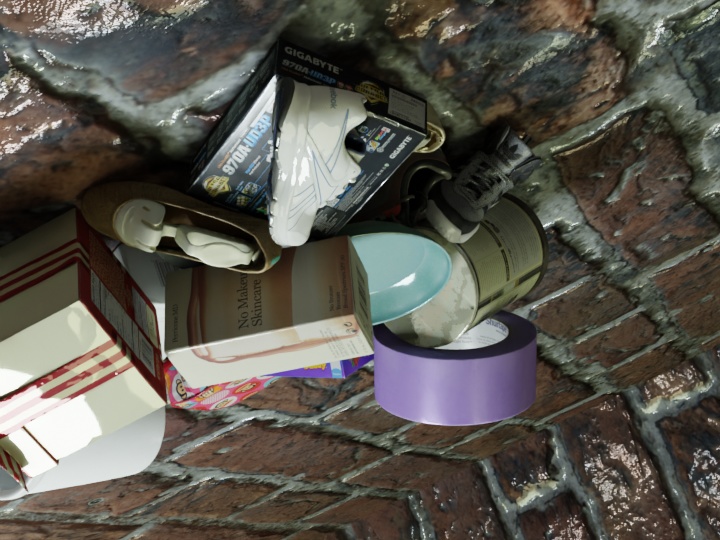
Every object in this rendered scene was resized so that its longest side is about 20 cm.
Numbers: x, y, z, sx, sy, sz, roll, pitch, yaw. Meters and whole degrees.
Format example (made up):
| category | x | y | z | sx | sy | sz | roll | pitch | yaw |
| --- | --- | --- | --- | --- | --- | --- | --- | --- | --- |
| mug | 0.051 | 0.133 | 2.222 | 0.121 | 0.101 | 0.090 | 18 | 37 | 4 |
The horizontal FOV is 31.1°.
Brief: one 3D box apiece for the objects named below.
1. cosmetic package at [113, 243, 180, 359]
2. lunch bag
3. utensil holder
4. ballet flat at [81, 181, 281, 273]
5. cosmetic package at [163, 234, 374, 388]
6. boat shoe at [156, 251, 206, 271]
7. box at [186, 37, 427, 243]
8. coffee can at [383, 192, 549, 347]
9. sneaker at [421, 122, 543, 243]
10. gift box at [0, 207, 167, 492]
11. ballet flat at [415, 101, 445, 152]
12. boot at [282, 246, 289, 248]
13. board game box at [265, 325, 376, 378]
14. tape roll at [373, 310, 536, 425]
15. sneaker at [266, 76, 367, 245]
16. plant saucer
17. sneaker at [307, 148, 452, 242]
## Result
| category | x | y | z | sx | sy | sz | roll | pitch | yaw |
| --- | --- | --- | --- | --- | --- | --- | --- | --- | --- |
| cosmetic package | -0.257 | 0.050 | 1.478 | 0.113 | 0.081 | 0.200 | -4 | 154 | -41 |
| lunch bag | -0.155 | 0.121 | 1.770 | 0.200 | 0.082 | 0.176 | -33 | 158 | 26 |
| utensil holder | -0.362 | 0.184 | 1.579 | 0.170 | 0.170 | 0.200 | -35 | 158 | 32 |
| ballet flat | -0.172 | -0.036 | 1.247 | 0.199 | 0.072 | 0.068 | 17 | 111 | -10 |
| cosmetic package | -0.093 | 0.043 | 1.323 | 0.199 | 0.104 | 0.087 | -13 | 146 | 10 |
| boat shoe | -0.160 | -0.020 | 1.382 | 0.073 | 0.068 | 0.199 | -34 | 144 | 17 |
| box | -0.053 | -0.115 | 1.228 | 0.158 | 0.046 | 0.200 | 19 | 141 | -22 |
| coffee can | 0.122 | -0.006 | 1.572 | 0.146 | 0.147 | 0.200 | -37 | 173 | 35 |
| sneaker | 0.140 | -0.106 | 1.469 | 0.114 | 0.075 | 0.200 | -45 | 180 | 28 |
| gift box | -0.306 | 0.088 | 1.275 | 0.186 | 0.185 | 0.200 | -26 | 123 | 6 |
| ballet flat | 0.012 | -0.146 | 1.287 | 0.200 | 0.070 | 0.069 | -1 | 151 | -46 |
| boot | -0.059 | 0.003 | 1.505 | 0.144 | 0.073 | 0.200 | 2 | 135 | -19 |
| board game box | -0.030 | 0.084 | 1.663 | 0.134 | 0.045 | 0.200 | -1 | -165 | 30 |
| tape roll | 0.115 | 0.112 | 1.583 | 0.199 | 0.085 | 0.200 | 0 | -164 | 0 |
| sneaker | -0.041 | -0.088 | 1.167 | 0.087 | 0.075 | 0.200 | 2 | 145 | -8 |
| plant saucer | 0.000 | 0.000 | 1.414 | 0.199 | 0.036 | 0.200 | -8 | 150 | -5 |
| sneaker | 0.018 | -0.065 | 1.411 | 0.200 | 0.082 | 0.077 | -46 | 144 | 10 |
